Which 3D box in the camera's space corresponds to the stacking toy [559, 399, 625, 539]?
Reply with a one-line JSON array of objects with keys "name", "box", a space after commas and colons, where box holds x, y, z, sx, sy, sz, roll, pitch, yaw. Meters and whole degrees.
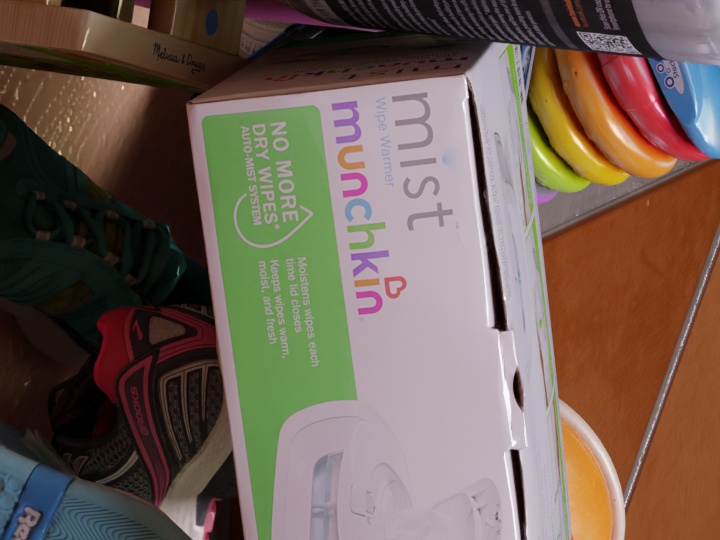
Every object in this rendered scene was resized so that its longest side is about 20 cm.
[{"name": "stacking toy", "box": [0.036, 0.143, 1.154, 0.200, 0.145, 0.147, -54, 146, -66]}]

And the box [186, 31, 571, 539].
[{"name": "box", "box": [0.015, 0.025, 0.867, 0.177, 0.096, 0.201, -55, 139, -75]}]

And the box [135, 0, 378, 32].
[{"name": "box", "box": [-0.021, -0.200, 0.980, 0.097, 0.175, 0.201, 19, 82, -64]}]

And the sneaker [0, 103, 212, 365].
[{"name": "sneaker", "box": [-0.109, -0.013, 0.975, 0.200, 0.079, 0.078, 37, 66, -61]}]

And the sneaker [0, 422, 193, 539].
[{"name": "sneaker", "box": [-0.104, 0.105, 0.903, 0.080, 0.199, 0.131, -57, 167, -2]}]

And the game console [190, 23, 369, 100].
[{"name": "game console", "box": [0.000, 0.000, 1.125, 0.170, 0.118, 0.200, -37, 145, -18]}]

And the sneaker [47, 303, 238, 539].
[{"name": "sneaker", "box": [-0.091, 0.071, 0.993, 0.200, 0.074, 0.081, 122, -29, -47]}]

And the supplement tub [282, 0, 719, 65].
[{"name": "supplement tub", "box": [0.043, -0.135, 0.820, 0.122, 0.199, 0.123, -29, 122, -59]}]

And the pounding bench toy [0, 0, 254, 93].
[{"name": "pounding bench toy", "box": [-0.119, -0.153, 0.852, 0.200, 0.124, 0.157, 8, 91, -64]}]

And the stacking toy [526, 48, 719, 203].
[{"name": "stacking toy", "box": [0.095, -0.076, 1.267, 0.110, 0.199, 0.117, -12, 77, -61]}]

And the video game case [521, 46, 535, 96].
[{"name": "video game case", "box": [0.045, -0.105, 1.142, 0.182, 0.023, 0.201, 12, 88, -71]}]

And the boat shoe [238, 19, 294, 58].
[{"name": "boat shoe", "box": [0.003, -0.136, 1.194, 0.200, 0.072, 0.062, -41, 148, -39]}]
